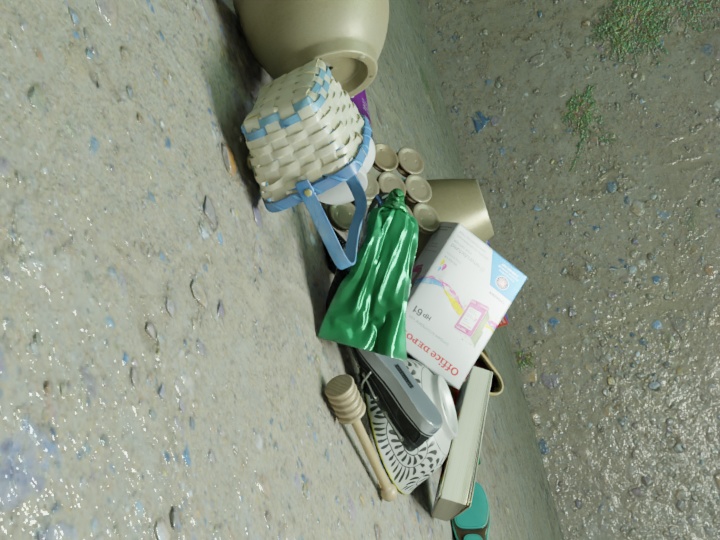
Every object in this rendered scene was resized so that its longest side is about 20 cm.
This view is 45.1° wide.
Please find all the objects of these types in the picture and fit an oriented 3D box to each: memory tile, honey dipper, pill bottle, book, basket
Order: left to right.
[{"bbox_3d":[-0.048,-0.123,1.000,0.202,0.137,0.178,58,20,-23],"label":"basket"},{"bbox_3d":[-0.040,-0.195,1.177,0.113,0.110,0.204,52,25,-55],"label":"pill bottle"},{"bbox_3d":[0.009,0.210,1.048,0.038,0.037,0.203,-87,157,-55],"label":"honey dipper"},{"bbox_3d":[0.024,-0.124,1.289,0.196,0.017,0.157,0,64,-32],"label":"memory tile"},{"bbox_3d":[0.149,0.263,1.308,0.134,0.047,0.204,102,3,-64],"label":"book"}]

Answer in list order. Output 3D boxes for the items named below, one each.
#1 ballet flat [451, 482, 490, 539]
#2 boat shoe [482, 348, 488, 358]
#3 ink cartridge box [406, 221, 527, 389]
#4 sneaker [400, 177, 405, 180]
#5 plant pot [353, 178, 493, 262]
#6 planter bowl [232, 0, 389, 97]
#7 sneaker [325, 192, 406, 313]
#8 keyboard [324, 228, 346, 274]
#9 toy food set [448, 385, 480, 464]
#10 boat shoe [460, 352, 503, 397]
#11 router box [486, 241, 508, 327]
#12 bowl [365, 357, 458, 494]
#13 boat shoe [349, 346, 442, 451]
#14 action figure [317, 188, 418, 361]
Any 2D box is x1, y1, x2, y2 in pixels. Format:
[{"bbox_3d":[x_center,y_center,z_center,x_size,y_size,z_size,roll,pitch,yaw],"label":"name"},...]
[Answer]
[{"bbox_3d":[0.183,0.446,1.430,0.202,0.065,0.072,-87,180,-54],"label":"ballet flat"},{"bbox_3d":[0.125,0.106,1.474,0.199,0.065,0.073,40,11,12],"label":"boat shoe"},{"bbox_3d":[0.133,0.052,1.298,0.143,0.202,0.085,34,-4,-14],"label":"ink cartridge box"},{"bbox_3d":[0.065,-0.121,1.636,0.082,0.074,0.200,41,23,-3],"label":"sneaker"},{"bbox_3d":[0.109,-0.071,1.404,0.187,0.196,0.192,-19,90,-82],"label":"plant pot"},{"bbox_3d":[-0.050,-0.291,1.067,0.200,0.196,0.138,35,39,-68],"label":"planter bowl"},{"bbox_3d":[0.007,-0.005,1.147,0.075,0.077,0.202,31,60,-6],"label":"sneaker"},{"bbox_3d":[0.000,0.000,1.256,0.200,0.039,0.106,42,33,-63],"label":"keyboard"},{"bbox_3d":[0.159,0.248,1.494,0.200,0.047,0.203,-115,-169,-88],"label":"toy food set"},{"bbox_3d":[0.156,0.132,1.386,0.199,0.066,0.075,40,71,-20],"label":"boat shoe"},{"bbox_3d":[0.160,0.023,1.570,0.049,0.176,0.204,49,27,-58],"label":"router box"},{"bbox_3d":[0.082,0.203,1.228,0.200,0.092,0.205,-18,91,-77],"label":"bowl"},{"bbox_3d":[0.025,0.141,1.126,0.200,0.068,0.073,52,22,13],"label":"boat shoe"},{"bbox_3d":[0.025,-0.002,1.068,0.055,0.116,0.205,178,-73,-73],"label":"action figure"}]
